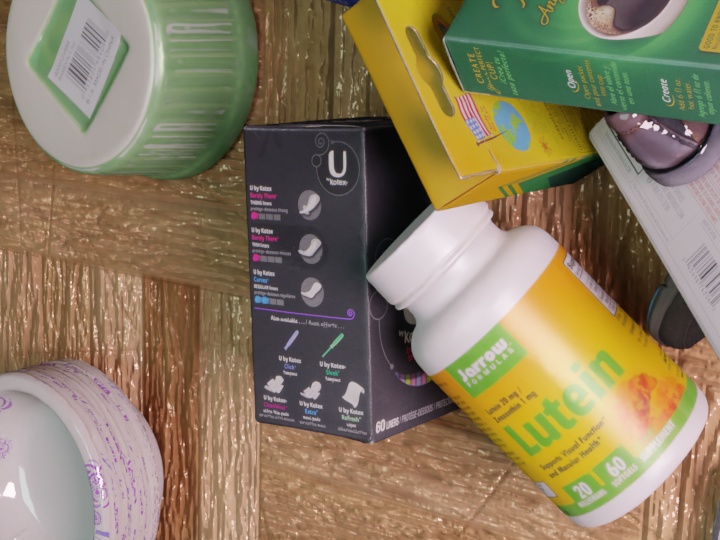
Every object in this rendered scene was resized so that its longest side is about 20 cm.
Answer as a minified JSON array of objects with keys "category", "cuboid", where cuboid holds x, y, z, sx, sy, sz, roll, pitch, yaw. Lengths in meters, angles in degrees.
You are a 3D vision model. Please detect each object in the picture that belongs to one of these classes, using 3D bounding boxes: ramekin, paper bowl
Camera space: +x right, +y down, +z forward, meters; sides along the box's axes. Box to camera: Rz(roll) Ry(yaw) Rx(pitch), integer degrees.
[{"category":"ramekin","cuboid":[-0.183,-0.168,0.978,0.198,0.097,0.203,7,102,36]},{"category":"paper bowl","cuboid":[-0.248,0.177,1.084,0.199,0.104,0.203,8,103,36]}]

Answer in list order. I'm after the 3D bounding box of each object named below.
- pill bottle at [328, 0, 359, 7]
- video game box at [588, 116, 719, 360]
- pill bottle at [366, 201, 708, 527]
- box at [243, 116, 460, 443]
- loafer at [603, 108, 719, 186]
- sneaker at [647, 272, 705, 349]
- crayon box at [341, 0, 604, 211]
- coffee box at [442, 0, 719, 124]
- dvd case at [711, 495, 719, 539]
[{"category":"pill bottle","cuboid":[-0.016,-0.236,0.831,0.199,0.115,0.117,23,111,33]},{"category":"video game box","cuboid":[0.222,-0.072,0.647,0.182,0.047,0.201,-49,34,26]},{"category":"pill bottle","cuboid":[0.101,0.045,0.757,0.200,0.111,0.111,45,123,-2]},{"category":"box","cuboid":[0.000,0.000,0.855,0.105,0.122,0.203,5,101,37]},{"category":"loafer","cuboid":[0.163,-0.143,0.683,0.072,0.063,0.202,-27,46,45]},{"category":"sneaker","cuboid":[0.243,-0.008,0.702,0.082,0.073,0.200,53,125,14]},{"category":"crayon box","cuboid":[0.069,-0.108,0.735,0.051,0.199,0.128,-31,79,36]},{"category":"coffee box","cuboid":[0.152,-0.134,0.624,0.198,0.044,0.124,11,61,32]},{"category":"dvd case","cuboid":[0.295,0.213,0.734,0.199,0.022,0.148,17,108,35]}]
